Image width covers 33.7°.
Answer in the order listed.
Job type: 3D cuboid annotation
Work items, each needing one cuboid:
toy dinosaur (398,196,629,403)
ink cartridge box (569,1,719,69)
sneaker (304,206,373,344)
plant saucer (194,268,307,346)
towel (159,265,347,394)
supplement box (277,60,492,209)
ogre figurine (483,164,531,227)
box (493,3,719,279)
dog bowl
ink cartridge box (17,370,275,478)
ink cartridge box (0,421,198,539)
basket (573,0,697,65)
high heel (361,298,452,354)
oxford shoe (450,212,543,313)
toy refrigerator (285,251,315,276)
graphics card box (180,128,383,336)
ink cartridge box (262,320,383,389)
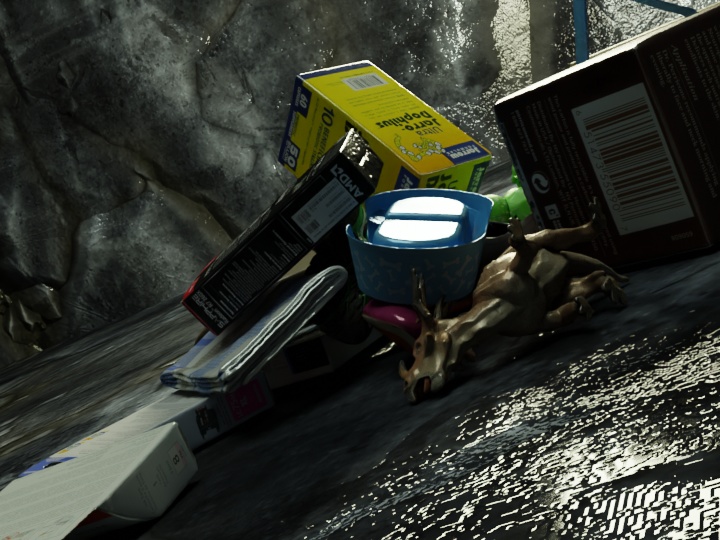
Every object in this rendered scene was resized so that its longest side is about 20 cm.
[{"bbox_3d":[0.109,0.014,0.863,0.135,0.087,0.199,-28,-5,43],"label":"toy dinosaur"},{"bbox_3d":[0.357,-0.190,1.321,0.198,0.166,0.075,-19,2,27],"label":"ink cartridge box"},{"bbox_3d":[0.000,0.000,1.109,0.078,0.085,0.201,-38,27,24],"label":"sneaker"},{"bbox_3d":[-0.081,0.051,1.260,0.199,0.030,0.200,-27,-15,-7],"label":"plant saucer"},{"bbox_3d":[-0.098,0.052,1.039,0.147,0.024,0.200,-45,13,-21],"label":"towel"},{"bbox_3d":[0.021,-0.118,1.240,0.109,0.200,0.110,-19,-42,-39],"label":"supplement box"},{"bbox_3d":[0.169,-0.052,1.154,0.197,0.099,0.120,6,-13,1],"label":"ogre figurine"},{"bbox_3d":[0.254,-0.113,0.997,0.199,0.167,0.164,-26,6,-37],"label":"box"},{"bbox_3d":[0.051,-0.022,0.976,0.110,0.050,0.200,3,16,9],"label":"dog bowl"},{"bbox_3d":[-0.183,0.145,1.019,0.199,0.042,0.119,-24,6,-34],"label":"ink cartridge box"},{"bbox_3d":[-0.219,0.183,0.808,0.161,0.058,0.200,-21,14,21],"label":"ink cartridge box"},{"bbox_3d":[0.282,-0.186,1.199,0.175,0.203,0.139,11,-10,-29],"label":"basket"},{"bbox_3d":[0.051,0.015,0.980,0.097,0.067,0.200,-55,3,0],"label":"high heel"},{"bbox_3d":[0.108,-0.008,1.096,0.199,0.073,0.071,-18,7,41],"label":"oxford shoe"},{"bbox_3d":[-0.036,-0.006,1.338,0.075,0.070,0.200,-16,-19,-36],"label":"toy refrigerator"},{"bbox_3d":[-0.067,-0.037,1.074,0.200,0.051,0.126,-43,8,13],"label":"graphics card box"},{"bbox_3d":[-0.014,0.057,1.174,0.099,0.040,0.200,-20,6,36],"label":"ink cartridge box"}]
